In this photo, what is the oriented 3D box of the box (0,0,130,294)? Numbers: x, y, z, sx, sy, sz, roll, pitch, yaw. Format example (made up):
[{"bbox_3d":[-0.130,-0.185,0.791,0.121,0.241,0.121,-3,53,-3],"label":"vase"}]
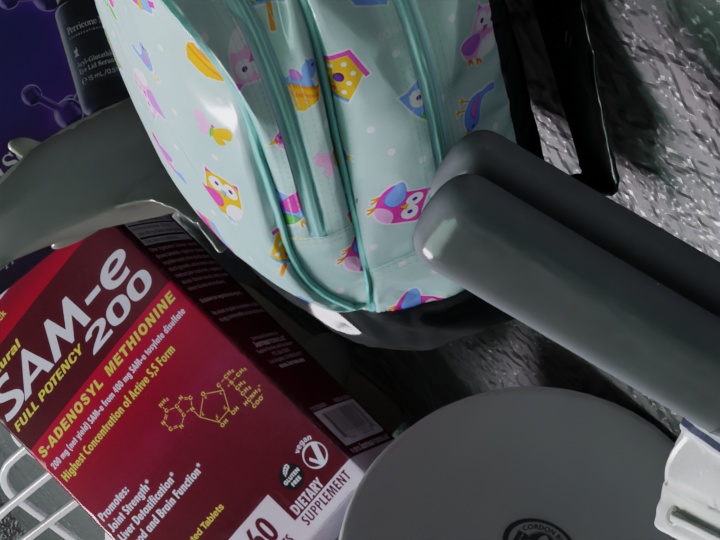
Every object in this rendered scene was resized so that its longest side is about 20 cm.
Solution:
[{"bbox_3d":[-0.145,-0.087,0.868,0.141,0.200,0.079,53,165,-18],"label":"box"}]

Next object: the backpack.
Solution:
[{"bbox_3d":[-0.013,-0.077,0.684,0.167,0.127,0.200,41,159,35],"label":"backpack"}]

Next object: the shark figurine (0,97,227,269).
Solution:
[{"bbox_3d":[-0.092,-0.014,0.796,0.089,0.214,0.128,38,149,31],"label":"shark figurine"}]

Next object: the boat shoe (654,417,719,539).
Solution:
[{"bbox_3d":[0.162,0.110,0.684,0.075,0.086,0.202,14,-167,-41],"label":"boat shoe"}]

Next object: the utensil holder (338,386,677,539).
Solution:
[{"bbox_3d":[0.076,0.163,0.936,0.170,0.170,0.200,41,159,25],"label":"utensil holder"}]

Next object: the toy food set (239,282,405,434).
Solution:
[{"bbox_3d":[-0.080,0.030,1.111,0.143,0.060,0.200,38,-170,34],"label":"toy food set"}]

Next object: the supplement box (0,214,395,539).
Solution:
[{"bbox_3d":[-0.089,0.052,0.948,0.200,0.109,0.061,44,-163,12],"label":"supplement box"}]

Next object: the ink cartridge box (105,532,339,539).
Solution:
[{"bbox_3d":[-0.030,0.166,1.074,0.084,0.145,0.200,-13,161,38],"label":"ink cartridge box"}]

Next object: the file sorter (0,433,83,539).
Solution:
[{"bbox_3d":[-0.123,0.119,1.210,0.139,0.125,0.200,41,-156,-25],"label":"file sorter"}]

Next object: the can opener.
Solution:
[{"bbox_3d":[0.113,0.015,0.635,0.200,0.053,0.066,27,124,-3],"label":"can opener"}]
